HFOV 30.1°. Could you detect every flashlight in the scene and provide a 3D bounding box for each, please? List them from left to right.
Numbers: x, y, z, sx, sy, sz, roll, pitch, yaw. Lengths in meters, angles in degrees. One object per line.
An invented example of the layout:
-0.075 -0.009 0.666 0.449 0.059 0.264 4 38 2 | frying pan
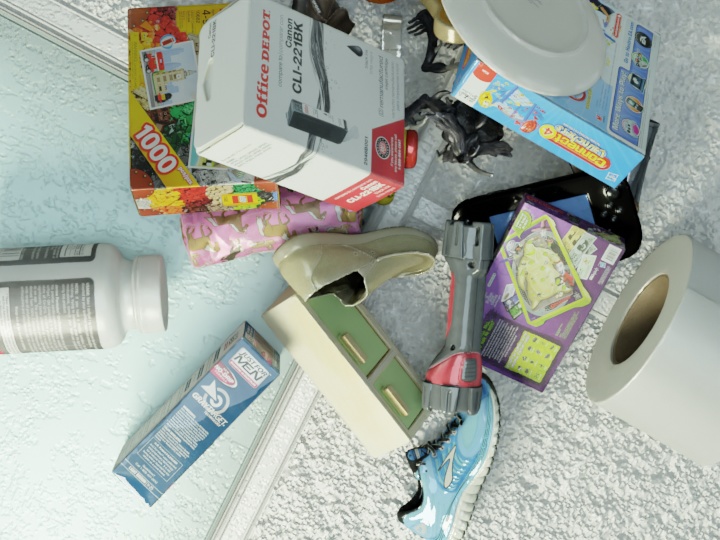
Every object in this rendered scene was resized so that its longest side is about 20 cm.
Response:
0.104 0.049 1.417 0.067 0.068 0.203 4 93 13 | flashlight

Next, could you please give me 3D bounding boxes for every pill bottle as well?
-0.305 0.029 1.410 0.197 0.111 0.113 -3 98 -2 | pill bottle

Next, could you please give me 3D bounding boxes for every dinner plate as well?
0.165 -0.259 1.315 0.199 0.201 0.024 36 137 -7 | dinner plate

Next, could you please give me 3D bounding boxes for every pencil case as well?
-0.096 -0.058 1.421 0.197 0.087 0.084 -12 78 -1 | pencil case

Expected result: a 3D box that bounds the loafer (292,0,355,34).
-0.040 -0.255 1.404 0.070 0.073 0.203 5 98 -4 | loafer

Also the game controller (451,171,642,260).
0.198 -0.045 1.431 0.197 0.042 0.106 -12 103 21 | game controller

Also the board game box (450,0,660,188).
0.204 -0.210 1.363 0.194 0.201 0.056 28 137 -10 | board game box

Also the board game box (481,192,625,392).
0.187 0.027 1.438 0.119 0.032 0.202 22 120 -6 | board game box

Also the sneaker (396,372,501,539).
0.096 0.206 1.474 0.089 0.078 0.203 19 96 -2 | sneaker

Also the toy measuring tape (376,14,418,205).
0.030 -0.170 1.422 0.072 0.074 0.203 3 98 -3 | toy measuring tape

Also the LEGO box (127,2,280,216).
-0.160 -0.164 1.369 0.147 0.077 0.203 -4 71 -2 | LEGO box

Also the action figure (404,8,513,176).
0.095 -0.169 1.377 0.118 0.102 0.202 18 54 -28 | action figure

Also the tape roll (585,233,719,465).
0.348 0.083 1.408 0.138 0.203 0.204 29 95 -7 | tape roll

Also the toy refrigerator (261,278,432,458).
-0.008 0.094 1.440 0.070 0.076 0.201 -30 101 42 | toy refrigerator

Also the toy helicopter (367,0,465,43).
0.081 -0.289 1.358 0.130 0.201 0.080 -10 132 -14 | toy helicopter

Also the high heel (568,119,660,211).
0.213 -0.112 1.445 0.197 0.071 0.145 13 106 -1 | high heel

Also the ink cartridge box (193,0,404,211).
-0.055 -0.161 1.300 0.198 0.083 0.146 17 64 -36 | ink cartridge box

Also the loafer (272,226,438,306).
0.000 0.000 1.407 0.198 0.076 0.069 -4 68 -32 | loafer

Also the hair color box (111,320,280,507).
-0.174 0.152 1.439 0.060 0.100 0.200 44 94 -8 | hair color box
